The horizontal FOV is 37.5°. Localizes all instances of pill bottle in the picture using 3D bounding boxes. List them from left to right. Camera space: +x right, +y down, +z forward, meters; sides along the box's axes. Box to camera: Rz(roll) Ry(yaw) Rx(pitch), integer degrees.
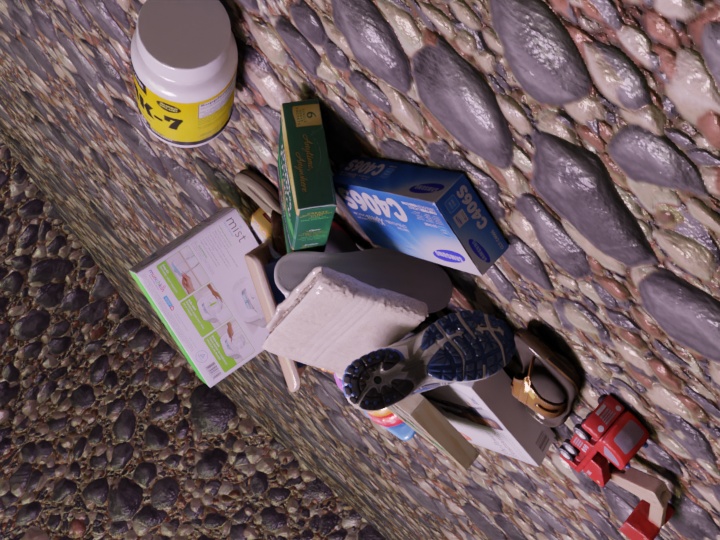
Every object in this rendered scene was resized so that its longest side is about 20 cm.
[{"bbox_3d":[-0.191,-0.220,1.154,0.114,0.114,0.200,44,164,4],"label":"pill bottle"}]

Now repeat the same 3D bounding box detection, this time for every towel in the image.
[{"bbox_3d":[-0.023,0.060,1.171,0.132,0.035,0.200,18,149,-18],"label":"towel"}]

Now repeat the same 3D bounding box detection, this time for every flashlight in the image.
[{"bbox_3d":[0.000,0.000,1.296,0.200,0.068,0.068,37,151,29],"label":"flashlight"}]

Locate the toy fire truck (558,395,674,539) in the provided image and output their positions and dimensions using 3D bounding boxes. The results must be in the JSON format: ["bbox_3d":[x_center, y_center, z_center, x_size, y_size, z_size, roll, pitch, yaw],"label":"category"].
[{"bbox_3d":[0.284,0.218,1.139,0.141,0.049,0.200,41,163,15],"label":"toy fire truck"}]

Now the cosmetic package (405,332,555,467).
[{"bbox_3d":[0.128,0.153,1.280,0.150,0.052,0.200,15,156,44],"label":"cosmetic package"}]

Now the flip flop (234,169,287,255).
[{"bbox_3d":[-0.106,-0.057,1.436,0.200,0.058,0.081,43,164,10],"label":"flip flop"}]

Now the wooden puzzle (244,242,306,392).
[{"bbox_3d":[-0.101,0.054,1.432,0.200,0.046,0.187,-106,-2,-84],"label":"wooden puzzle"}]

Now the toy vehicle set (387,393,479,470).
[{"bbox_3d":[0.049,0.157,1.281,0.124,0.027,0.200,47,171,-33],"label":"toy vehicle set"}]

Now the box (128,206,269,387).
[{"bbox_3d":[-0.209,0.036,1.557,0.201,0.176,0.097,58,166,-13],"label":"box"}]

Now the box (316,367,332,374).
[{"bbox_3d":[-0.004,0.159,1.627,0.199,0.021,0.163,22,169,-12],"label":"box"}]

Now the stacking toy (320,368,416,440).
[{"bbox_3d":[0.004,0.140,1.438,0.199,0.110,0.116,30,177,-40],"label":"stacking toy"}]

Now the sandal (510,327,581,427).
[{"bbox_3d":[0.190,0.129,1.149,0.082,0.055,0.200,39,163,22],"label":"sandal"}]

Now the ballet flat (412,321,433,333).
[{"bbox_3d":[0.061,0.094,1.373,0.199,0.064,0.068,22,152,54],"label":"ballet flat"}]

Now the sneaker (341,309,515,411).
[{"bbox_3d":[0.070,0.097,1.152,0.085,0.198,0.078,133,121,-77],"label":"sneaker"}]

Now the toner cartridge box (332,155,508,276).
[{"bbox_3d":[0.053,-0.058,1.057,0.095,0.043,0.200,53,163,-27],"label":"toner cartridge box"}]

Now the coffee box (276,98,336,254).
[{"bbox_3d":[-0.063,-0.091,1.163,0.200,0.044,0.124,113,149,-73],"label":"coffee box"}]

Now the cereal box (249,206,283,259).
[{"bbox_3d":[-0.106,-0.014,1.575,0.144,0.039,0.200,46,164,5],"label":"cereal box"}]

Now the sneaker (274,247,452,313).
[{"bbox_3d":[0.005,0.020,1.222,0.198,0.074,0.116,7,166,3],"label":"sneaker"}]
